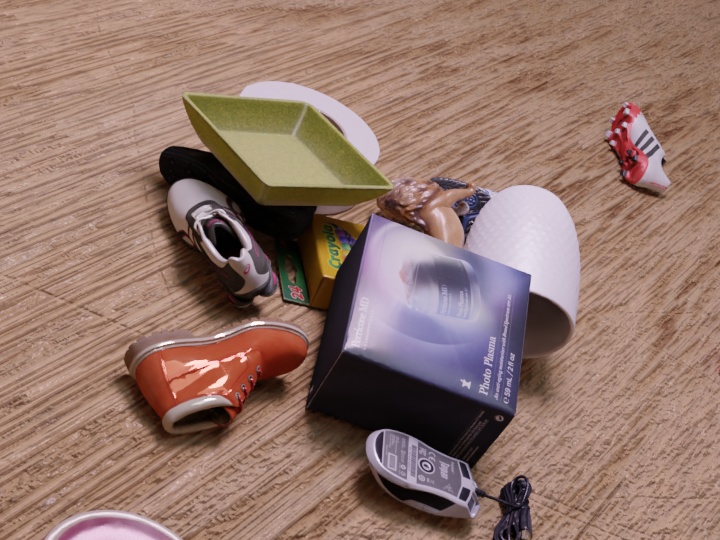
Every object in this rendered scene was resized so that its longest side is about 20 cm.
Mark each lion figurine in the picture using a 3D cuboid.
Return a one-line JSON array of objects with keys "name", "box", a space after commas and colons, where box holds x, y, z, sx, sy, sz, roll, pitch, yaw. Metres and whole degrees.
[{"name": "lion figurine", "box": [0.109, -0.045, 1.799, 0.122, 0.073, 0.201, -14, 58, -28]}]

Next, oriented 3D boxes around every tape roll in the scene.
[{"name": "tape roll", "box": [-0.078, -0.162, 1.834, 0.201, 0.071, 0.203, 20, 33, -13]}]

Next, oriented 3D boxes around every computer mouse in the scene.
[{"name": "computer mouse", "box": [0.086, 0.223, 1.438, 0.199, 0.044, 0.110, 26, 36, -13]}]

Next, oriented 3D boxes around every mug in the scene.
[{"name": "mug", "box": [0.200, 0.008, 1.707, 0.147, 0.200, 0.176, -4, 52, 22]}]

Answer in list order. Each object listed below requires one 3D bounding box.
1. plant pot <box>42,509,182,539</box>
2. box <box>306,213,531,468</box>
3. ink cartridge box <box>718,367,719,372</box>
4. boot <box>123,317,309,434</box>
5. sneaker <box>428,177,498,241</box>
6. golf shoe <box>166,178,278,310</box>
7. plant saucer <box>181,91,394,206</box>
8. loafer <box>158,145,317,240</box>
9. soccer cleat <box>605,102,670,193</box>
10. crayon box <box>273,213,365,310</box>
[{"name": "plant pot", "box": [-0.196, 0.280, 1.021, 0.199, 0.180, 0.200, 18, 33, -12]}, {"name": "box", "box": [0.066, 0.075, 1.515, 0.197, 0.123, 0.201, 20, 48, -9]}, {"name": "ink cartridge box", "box": [0.562, 0.147, 1.863, 0.116, 0.067, 0.200, 0, 41, -37]}, {"name": "boot", "box": [-0.128, 0.111, 1.418, 0.199, 0.075, 0.107, -9, 49, -32]}, {"name": "sneaker", "box": [0.169, -0.071, 1.901, 0.199, 0.076, 0.077, 22, 6, -4]}, {"name": "golf shoe", "box": [-0.160, -0.050, 1.581, 0.077, 0.088, 0.200, -35, 56, -10]}, {"name": "plant saucer", "box": [-0.092, -0.134, 1.655, 0.199, 0.048, 0.200, -1, 37, -42]}, {"name": "loafer", "box": [-0.146, -0.099, 1.682, 0.200, 0.068, 0.070, 24, 41, 10]}, {"name": "soccer cleat", "box": [0.454, -0.198, 2.282, 0.085, 0.069, 0.201, 25, 34, -20]}, {"name": "crayon box", "box": [0.000, 0.000, 1.680, 0.199, 0.051, 0.127, 12, 36, -22]}]
